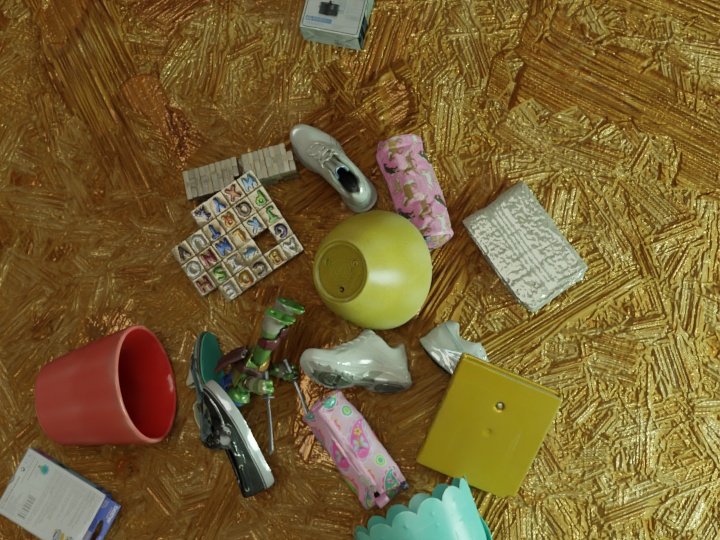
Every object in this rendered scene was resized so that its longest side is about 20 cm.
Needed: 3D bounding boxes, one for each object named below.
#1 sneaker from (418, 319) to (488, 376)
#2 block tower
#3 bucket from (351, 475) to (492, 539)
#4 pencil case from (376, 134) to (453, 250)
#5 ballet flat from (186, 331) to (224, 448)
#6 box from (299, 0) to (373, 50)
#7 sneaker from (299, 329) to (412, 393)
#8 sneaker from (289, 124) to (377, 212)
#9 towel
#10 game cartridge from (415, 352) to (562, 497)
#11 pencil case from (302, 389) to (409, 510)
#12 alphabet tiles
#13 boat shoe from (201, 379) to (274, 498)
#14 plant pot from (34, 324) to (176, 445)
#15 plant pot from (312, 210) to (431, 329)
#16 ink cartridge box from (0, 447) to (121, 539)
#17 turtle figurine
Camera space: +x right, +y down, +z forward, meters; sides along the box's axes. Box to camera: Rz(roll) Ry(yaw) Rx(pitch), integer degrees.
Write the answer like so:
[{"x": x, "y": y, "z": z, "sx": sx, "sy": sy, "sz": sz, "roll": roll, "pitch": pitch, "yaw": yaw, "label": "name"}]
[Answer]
[{"x": 0.186, "y": 0.165, "z": 1.698, "sx": 0.080, "sy": 0.070, "sz": 0.201, "roll": -40, "pitch": 76, "yaw": -5, "label": "sneaker"}, {"x": -0.211, "y": -0.169, "z": 1.823, "sx": 0.197, "sy": 0.058, "sz": 0.055, "roll": -15, "pitch": 77, "yaw": 2, "label": "block tower"}, {"x": 0.103, "y": 0.422, "z": 1.594, "sx": 0.205, "sy": 0.207, "sz": 0.136, "roll": -27, "pitch": 82, "yaw": 1, "label": "bucket"}, {"x": 0.091, "y": -0.134, "z": 1.765, "sx": 0.082, "sy": 0.086, "sz": 0.202, "roll": -28, "pitch": 73, "yaw": 39, "label": "pencil case"}, {"x": -0.264, "y": 0.207, "z": 1.751, "sx": 0.073, "sy": 0.074, "sz": 0.203, "roll": -14, "pitch": 73, "yaw": 4, "label": "ballet flat"}, {"x": -0.032, "y": -0.513, "z": 1.866, "sx": 0.115, "sy": 0.060, "sz": 0.203, "roll": 13, "pitch": 80, "yaw": 9, "label": "box"}, {"x": -0.009, "y": 0.144, "z": 1.708, "sx": 0.198, "sy": 0.078, "sz": 0.101, "roll": 12, "pitch": 61, "yaw": -25, "label": "sneaker"}, {"x": -0.049, "y": -0.189, "z": 1.790, "sx": 0.200, "sy": 0.087, "sz": 0.075, "roll": 42, "pitch": 88, "yaw": 14, "label": "sneaker"}, {"x": 0.280, "y": -0.040, "z": 1.746, "sx": 0.132, "sy": 0.035, "sz": 0.201, "roll": -33, "pitch": 76, "yaw": -2, "label": "towel"}, {"x": 0.203, "y": 0.251, "z": 1.645, "sx": 0.174, "sy": 0.032, "sz": 0.202, "roll": 23, "pitch": 110, "yaw": 0, "label": "game cartridge"}, {"x": -0.009, "y": 0.296, "z": 1.685, "sx": 0.087, "sy": 0.087, "sz": 0.201, "roll": -36, "pitch": 77, "yaw": -1, "label": "pencil case"}, {"x": -0.224, "y": -0.050, "z": 1.796, "sx": 0.199, "sy": 0.008, "sz": 0.168, "roll": -34, "pitch": 93, "yaw": 4, "label": "alphabet tiles"}, {"x": -0.215, "y": 0.278, "z": 1.676, "sx": 0.066, "sy": 0.070, "sz": 0.202, "roll": -30, "pitch": 99, "yaw": -23, "label": "boat shoe"}, {"x": -0.428, "y": 0.205, "z": 1.714, "sx": 0.175, "sy": 0.200, "sz": 0.203, "roll": -14, "pitch": 77, "yaw": 15, "label": "plant pot"}, {"x": 0.000, "y": 0.000, "z": 1.683, "sx": 0.198, "sy": 0.142, "sz": 0.203, "roll": 0, "pitch": 91, "yaw": 26, "label": "plant pot"}, {"x": -0.509, "y": 0.402, "z": 1.752, "sx": 0.198, "sy": 0.042, "sz": 0.120, "roll": 27, "pitch": 83, "yaw": 14, "label": "ink cartridge box"}, {"x": -0.130, "y": 0.160, "z": 1.687, "sx": 0.199, "sy": 0.143, "sz": 0.196, "roll": 36, "pitch": 114, "yaw": 36, "label": "turtle figurine"}]
